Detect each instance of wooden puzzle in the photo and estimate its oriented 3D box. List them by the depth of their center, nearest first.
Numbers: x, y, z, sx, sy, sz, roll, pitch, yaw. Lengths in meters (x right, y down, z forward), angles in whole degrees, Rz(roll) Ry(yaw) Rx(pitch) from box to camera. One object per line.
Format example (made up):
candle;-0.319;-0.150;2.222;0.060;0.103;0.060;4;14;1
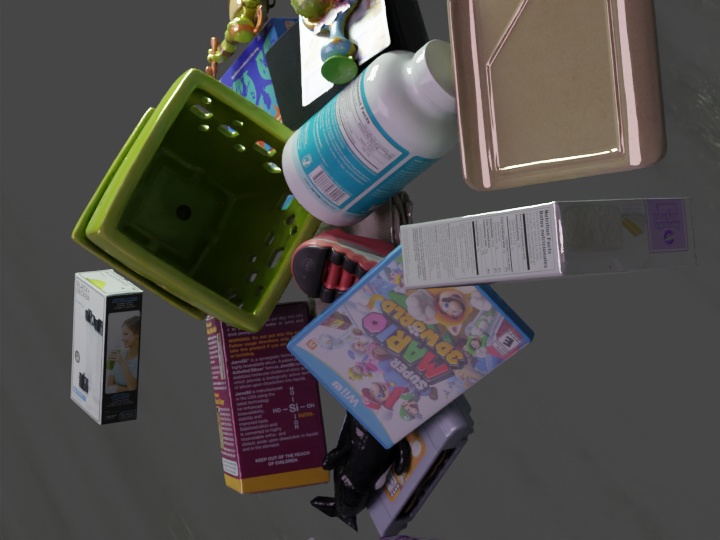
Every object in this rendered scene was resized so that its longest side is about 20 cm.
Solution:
wooden puzzle;0.164;-0.168;1.123;0.200;0.037;0.185;-5;90;45

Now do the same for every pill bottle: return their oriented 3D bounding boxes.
pill bottle;0.023;-0.133;1.268;0.200;0.111;0.111;-36;64;39

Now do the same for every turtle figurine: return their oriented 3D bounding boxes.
turtle figurine;-0.125;-0.311;1.491;0.200;0.064;0.162;116;159;-49

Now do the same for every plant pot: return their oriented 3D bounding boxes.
plant pot;-0.170;-0.064;1.384;0.181;0.200;0.199;-7;53;63

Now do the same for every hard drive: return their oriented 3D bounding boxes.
hard drive;-0.018;-0.215;1.362;0.200;0.042;0.135;-28;70;41

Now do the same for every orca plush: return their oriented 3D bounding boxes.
orca plush;-0.017;0.186;1.359;0.105;0.071;0.200;63;141;30

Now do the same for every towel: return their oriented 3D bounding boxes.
towel;0.000;0.000;1.405;0.200;0.034;0.133;-18;77;55

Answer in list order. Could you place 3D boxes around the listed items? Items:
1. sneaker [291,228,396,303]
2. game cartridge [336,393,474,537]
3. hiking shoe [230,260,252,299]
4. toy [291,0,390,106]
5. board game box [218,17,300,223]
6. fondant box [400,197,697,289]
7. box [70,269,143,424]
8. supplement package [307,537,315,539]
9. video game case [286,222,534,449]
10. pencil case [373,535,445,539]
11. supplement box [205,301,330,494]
sneaker;0.038;0.006;1.279;0.200;0.087;0.074;24;122;9
game cartridge;0.039;0.166;1.367;0.133;0.041;0.200;56;137;30
hiking shoe;-0.187;-0.011;1.663;0.200;0.076;0.101;-115;29;-42
toy;-0.032;-0.269;1.305;0.115;0.047;0.200;-32;49;32
board game box;-0.091;-0.159;1.509;0.152;0.045;0.200;-38;64;51
fondant box;0.147;-0.020;1.080;0.200;0.144;0.058;-5;89;56
box;-0.372;0.110;1.956;0.117;0.060;0.200;28;117;51
supplement package;-0.048;0.403;1.394;0.117;0.117;0.200;41;152;47
video game case;0.043;0.065;1.245;0.143;0.018;0.200;45;122;-6
pencil case;0.077;0.304;1.293;0.086;0.084;0.200;50;154;-21
supplement box;-0.105;0.141;1.491;0.131;0.103;0.200;162;101;-77
